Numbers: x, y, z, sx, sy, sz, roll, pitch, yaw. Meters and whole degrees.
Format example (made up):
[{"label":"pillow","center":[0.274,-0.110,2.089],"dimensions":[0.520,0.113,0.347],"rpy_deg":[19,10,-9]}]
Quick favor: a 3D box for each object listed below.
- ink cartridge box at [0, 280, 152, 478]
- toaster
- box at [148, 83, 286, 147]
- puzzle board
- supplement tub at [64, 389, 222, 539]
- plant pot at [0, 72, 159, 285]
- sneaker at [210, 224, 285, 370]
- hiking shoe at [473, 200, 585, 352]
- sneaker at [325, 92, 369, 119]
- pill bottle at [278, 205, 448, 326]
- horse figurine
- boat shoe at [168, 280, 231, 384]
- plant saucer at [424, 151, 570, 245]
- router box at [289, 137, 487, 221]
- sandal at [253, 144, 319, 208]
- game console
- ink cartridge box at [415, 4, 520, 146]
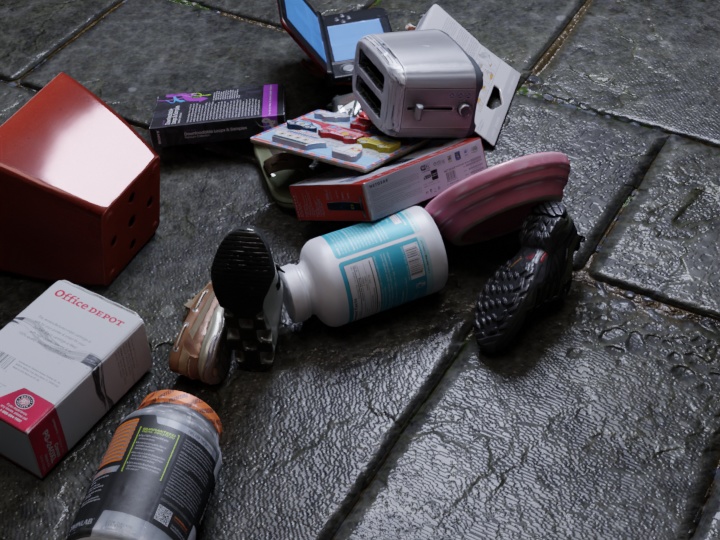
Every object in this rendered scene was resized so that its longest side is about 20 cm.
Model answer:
[{"label":"ink cartridge box","center":[-0.358,0.120,1.398],"dimensions":[0.144,0.084,0.200],"rpy_deg":[21,48,26]},{"label":"toaster","center":[0.070,-0.253,1.605],"dimensions":[0.127,0.115,0.201],"rpy_deg":[-5,35,-20]},{"label":"box","center":[-0.208,-0.230,1.781],"dimensions":[0.196,0.037,0.144],"rpy_deg":[-5,27,-1]},{"label":"puzzle board","center":[-0.026,-0.178,1.607],"dimensions":[0.198,0.018,0.150],"rpy_deg":[17,30,34]},{"label":"supplement tub","center":[-0.215,0.229,1.237],"dimensions":[0.120,0.124,0.202],"rpy_deg":[6,44,12]},{"label":"plant pot","center":[-0.369,-0.097,1.572],"dimensions":[0.174,0.202,0.201],"rpy_deg":[25,48,12]},{"label":"sneaker","center":[-0.126,0.014,1.404],"dimensions":[0.073,0.202,0.089],"rpy_deg":[9,42,8]},{"label":"hiking shoe","center":[0.213,0.022,1.452],"dimensions":[0.075,0.100,0.202],"rpy_deg":[17,72,53]},{"label":"sneaker","center":[0.005,-0.233,1.759],"dimensions":[0.097,0.072,0.201],"rpy_deg":[22,50,24]},{"label":"pill bottle","center":[0.000,0.000,1.475],"dimensions":[0.197,0.112,0.111],"rpy_deg":[-18,43,-15]},{"label":"horse figurine","center":[-0.001,-0.337,1.891],"dimensions":[0.199,0.051,0.132],"rpy_deg":[-35,45,-30]},{"label":"boat shoe","center":[-0.183,0.050,1.468],"dimensions":[0.070,0.077,0.202],"rpy_deg":[3,41,12]},{"label":"plant saucer","center":[0.176,-0.084,1.517],"dimensions":[0.198,0.201,0.052],"rpy_deg":[-18,78,-14]},{"label":"router box","center":[0.035,-0.118,1.568],"dimensions":[0.198,0.050,0.178],"rpy_deg":[-24,15,-32]},{"label":"sandal","center":[-0.102,-0.149,1.687],"dimensions":[0.079,0.058,0.201],"rpy_deg":[-20,43,-18]},{"label":"game console","center":[-0.036,-0.379,1.812],"dimensions":[0.169,0.120,0.201],"rpy_deg":[-9,39,-1]},{"label":"ink cartridge box","center":[0.142,-0.282,1.792],"dimensions":[0.175,0.045,0.201],"rpy_deg":[38,43,-12]}]
